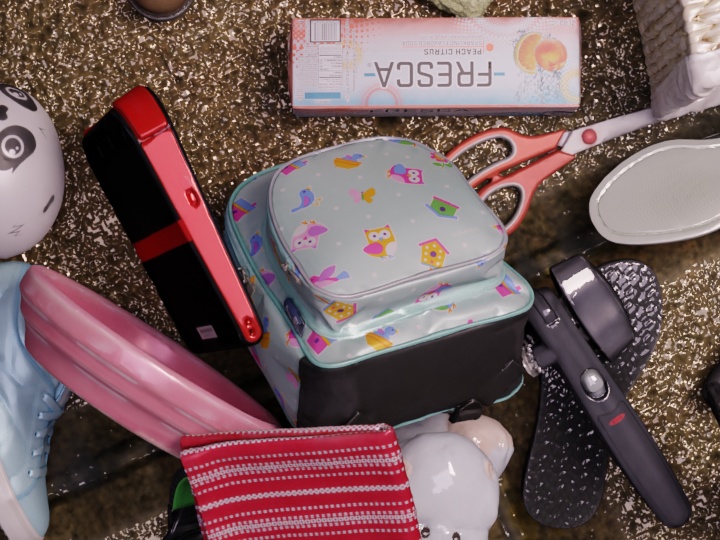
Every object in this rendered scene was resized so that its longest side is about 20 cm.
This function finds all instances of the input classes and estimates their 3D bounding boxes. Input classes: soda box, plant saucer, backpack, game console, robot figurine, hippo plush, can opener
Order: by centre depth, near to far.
[{"bbox_3d":[0.000,0.000,1.360,0.175,0.200,0.154,-18,129,-21],"label":"backpack"},{"bbox_3d":[-0.124,-0.029,1.366,0.031,0.200,0.177,-29,94,-14],"label":"game console"},{"bbox_3d":[-0.146,0.070,1.367,0.200,0.201,0.051,33,90,-2],"label":"plant saucer"},{"bbox_3d":[0.022,0.170,1.394,0.158,0.161,0.201,12,93,-1],"label":"hippo plush"},{"bbox_3d":[-0.300,-0.064,1.397,0.199,0.125,0.151,-4,96,0],"label":"robot figurine"},{"bbox_3d":[0.168,0.090,1.397,0.078,0.063,0.201,-28,100,8],"label":"can opener"},{"bbox_3d":[0.050,-0.139,1.424,0.199,0.068,0.064,0,89,1],"label":"soda box"}]

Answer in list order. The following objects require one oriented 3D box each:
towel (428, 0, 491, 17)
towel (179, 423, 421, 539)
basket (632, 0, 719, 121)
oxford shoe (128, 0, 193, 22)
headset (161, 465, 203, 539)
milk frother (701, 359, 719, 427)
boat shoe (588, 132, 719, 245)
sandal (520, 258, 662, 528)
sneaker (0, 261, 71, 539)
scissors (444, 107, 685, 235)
[{"bbox_3d":[0.066,-0.285,1.435,0.148,0.036,0.201,25,92,-2],"label":"towel"},{"bbox_3d":[-0.029,0.188,1.310,0.144,0.023,0.201,-4,117,15],"label":"towel"},{"bbox_3d":[0.278,-0.204,1.359,0.197,0.200,0.162,-15,89,0],"label":"basket"},{"bbox_3d":[-0.145,-0.271,1.410,0.072,0.084,0.201,-5,95,-2],"label":"oxford shoe"},{"bbox_3d":[-0.108,0.227,1.417,0.094,0.123,0.201,-14,119,-25],"label":"headset"},{"bbox_3d":[0.329,0.090,1.376,0.180,0.200,0.188,40,91,2],"label":"milk frother"},{"bbox_3d":[0.255,-0.062,1.435,0.199,0.060,0.076,-18,73,2],"label":"boat shoe"},{"bbox_3d":[0.155,0.081,1.454,0.075,0.048,0.201,16,105,-2],"label":"sandal"},{"bbox_3d":[-0.229,0.090,1.432,0.082,0.074,0.201,-11,94,3],"label":"sneaker"},{"bbox_3d":[0.147,-0.096,1.456,0.200,0.014,0.073,-33,92,1],"label":"scissors"}]
